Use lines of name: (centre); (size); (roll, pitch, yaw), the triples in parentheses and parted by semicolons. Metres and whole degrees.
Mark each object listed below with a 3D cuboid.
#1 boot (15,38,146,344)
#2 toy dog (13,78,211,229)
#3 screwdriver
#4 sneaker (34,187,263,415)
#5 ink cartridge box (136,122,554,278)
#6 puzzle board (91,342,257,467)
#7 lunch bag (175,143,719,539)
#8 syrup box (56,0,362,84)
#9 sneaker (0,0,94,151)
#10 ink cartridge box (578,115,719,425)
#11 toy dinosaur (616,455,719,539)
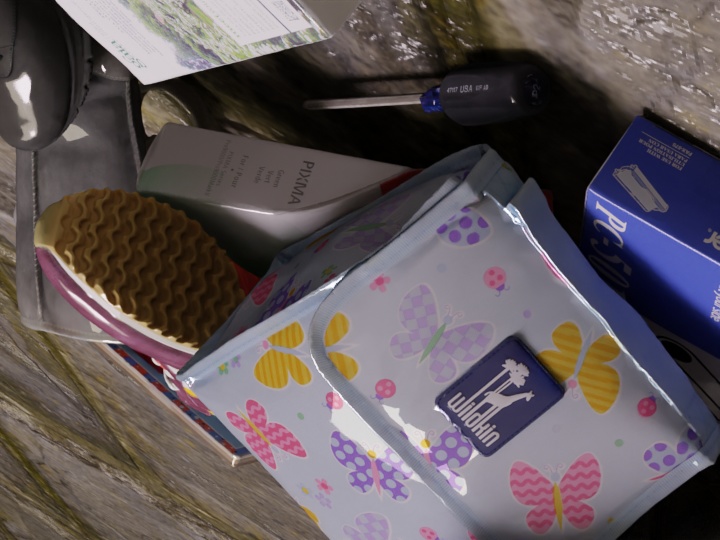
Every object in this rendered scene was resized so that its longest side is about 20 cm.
boot: (-0.168, -0.071, 1.171); (0.182, 0.072, 0.201); (19, 121, 46)
toy dog: (-0.095, -0.009, 1.278); (0.200, 0.132, 0.096); (43, 174, -11)
screwdriver: (0.024, -0.075, 1.028); (0.200, 0.028, 0.029); (-5, 107, 61)
sneaker: (-0.084, 0.030, 1.104); (0.200, 0.075, 0.090); (28, 143, -26)
ink cartridge box: (0.000, 0.000, 1.132); (0.199, 0.050, 0.161); (13, 154, 16)
puzzle board: (-0.077, 0.042, 1.332); (0.200, 0.150, 0.017); (38, 125, 36)
lunch bag: (0.042, 0.050, 0.999); (0.170, 0.127, 0.200); (50, 138, -12)
syrup box: (-0.058, -0.139, 0.937); (0.079, 0.082, 0.200); (45, 161, -19)
sneaker: (-0.187, -0.143, 1.051); (0.076, 0.091, 0.201); (10, 124, 37)
ink cartridge box: (0.144, 0.012, 0.999); (0.094, 0.044, 0.200); (31, 161, 15)
toy dinosaur: (0.142, 0.118, 1.132); (0.077, 0.199, 0.103); (-41, 62, 62)
